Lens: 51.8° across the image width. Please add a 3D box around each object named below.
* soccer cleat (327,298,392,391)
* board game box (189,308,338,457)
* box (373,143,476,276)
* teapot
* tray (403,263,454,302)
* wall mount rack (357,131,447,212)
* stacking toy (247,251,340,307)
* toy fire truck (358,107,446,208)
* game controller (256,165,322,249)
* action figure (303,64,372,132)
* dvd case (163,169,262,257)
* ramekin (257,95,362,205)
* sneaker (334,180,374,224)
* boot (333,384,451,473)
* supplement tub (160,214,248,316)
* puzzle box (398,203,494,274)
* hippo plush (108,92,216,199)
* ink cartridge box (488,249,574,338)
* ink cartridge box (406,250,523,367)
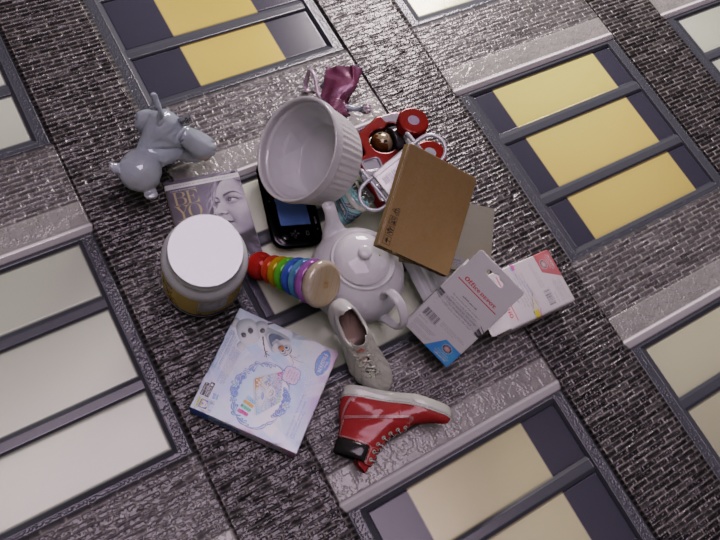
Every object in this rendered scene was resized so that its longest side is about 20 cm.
[{"bbox_3d":[0.001,0.141,1.310,0.069,0.078,0.201,-32,107,-11],"label":"soccer cleat"},{"bbox_3d":[-0.166,0.196,1.305,0.198,0.043,0.201,24,63,0],"label":"board game box"},{"bbox_3d":[0.122,-0.108,1.356,0.163,0.021,0.201,23,77,-26],"label":"box"},{"bbox_3d":[0.000,0.000,1.373,0.199,0.146,0.198,14,64,-6],"label":"teapot"},{"bbox_3d":[0.164,0.033,1.427,0.107,0.022,0.201,-28,92,-23],"label":"tray"},{"bbox_3d":[0.096,-0.159,1.415,0.200,0.075,0.174,-38,87,-3],"label":"wall mount rack"},{"bbox_3d":[-0.133,0.003,1.340,0.199,0.086,0.085,17,55,40],"label":"stacking toy"},{"bbox_3d":[0.067,-0.231,1.510,0.167,0.112,0.201,-18,69,-20],"label":"toy fire truck"},{"bbox_3d":[-0.141,-0.134,1.464,0.104,0.042,0.201,-9,69,-16],"label":"game controller"},{"bbox_3d":[-0.053,-0.337,1.525,0.148,0.134,0.201,11,61,-6],"label":"action figure"},{"bbox_3d":[-0.284,-0.096,1.431,0.148,0.016,0.201,-13,69,-17],"label":"dvd case"},{"bbox_3d":[-0.089,-0.217,1.400,0.105,0.200,0.201,12,55,-52],"label":"ramekin"},{"bbox_3d":[-0.058,-0.173,1.480,0.077,0.086,0.200,18,30,-48],"label":"sneaker"},{"bbox_3d":[0.057,0.287,1.297,0.199,0.072,0.145,7,65,1],"label":"boot"},{"bbox_3d":[-0.270,-0.007,1.280,0.145,0.200,0.146,4,74,-13],"label":"supplement tub"},{"bbox_3d":[0.166,-0.069,1.407,0.199,0.025,0.134,9,84,-28],"label":"puzzle box"},{"bbox_3d":[-0.372,-0.208,1.391,0.159,0.200,0.161,30,81,-22],"label":"hippo plush"},{"bbox_3d":[0.302,0.053,1.451,0.199,0.068,0.117,-21,77,-21],"label":"ink cartridge box"},{"bbox_3d":[0.192,0.063,1.356,0.116,0.068,0.200,45,108,3],"label":"ink cartridge box"}]
